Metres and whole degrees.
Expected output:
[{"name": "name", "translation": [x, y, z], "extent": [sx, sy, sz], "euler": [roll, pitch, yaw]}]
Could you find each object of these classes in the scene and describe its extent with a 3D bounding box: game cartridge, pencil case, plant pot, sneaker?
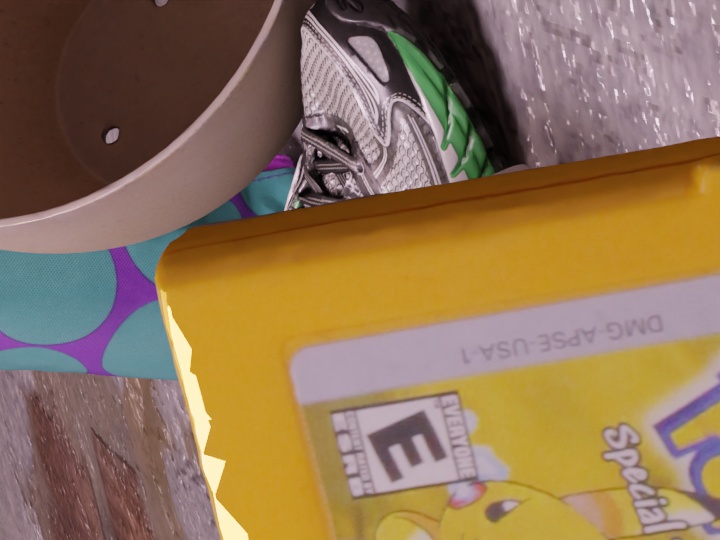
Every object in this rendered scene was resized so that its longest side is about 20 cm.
[{"name": "game cartridge", "translation": [0.071, 0.062, 0.577], "extent": [0.032, 0.199, 0.177], "euler": [-49, -52, -67]}, {"name": "pencil case", "translation": [-0.113, -0.007, 1.045], "extent": [0.085, 0.199, 0.093], "euler": [-157, 71, -68]}, {"name": "plant pot", "translation": [-0.088, -0.089, 0.957], "extent": [0.201, 0.200, 0.134], "euler": [64, -171, 25]}, {"name": "sneaker", "translation": [0.000, 0.000, 0.895], "extent": [0.078, 0.085, 0.201], "euler": [-128, 27, -49]}]

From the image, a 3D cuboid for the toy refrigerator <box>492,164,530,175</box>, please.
[{"name": "toy refrigerator", "translation": [0.043, 0.069, 0.863], "extent": [0.076, 0.070, 0.201], "euler": [50, 154, 36]}]
